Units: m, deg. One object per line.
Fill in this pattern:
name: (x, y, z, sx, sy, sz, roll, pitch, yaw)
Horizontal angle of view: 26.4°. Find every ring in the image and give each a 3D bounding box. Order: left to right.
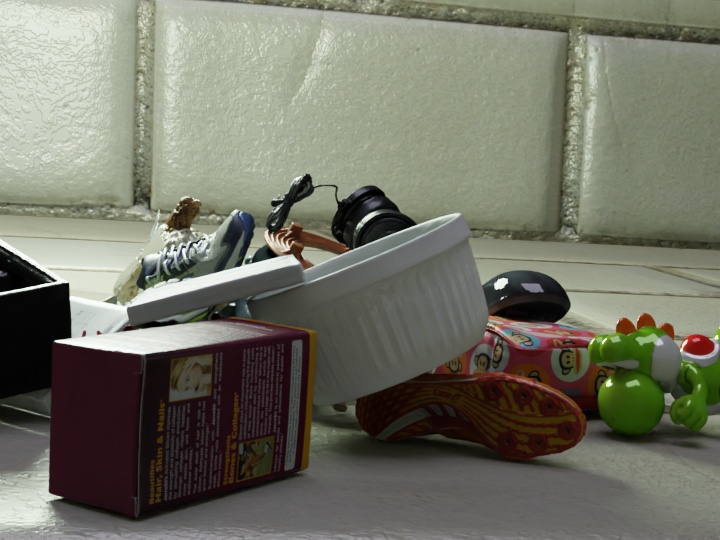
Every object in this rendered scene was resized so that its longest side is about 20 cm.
ring: (0.000, 0.000, 1.496, 0.200, 0.019, 0.200, 25, 11, -5)

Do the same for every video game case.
video game case: (-0.121, 0.014, 1.299, 0.143, 0.018, 0.200, -15, 3, -4)

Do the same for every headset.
headset: (0.005, -0.027, 1.464, 0.200, 0.094, 0.124, 36, 6, -31)

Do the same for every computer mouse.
computer mouse: (0.148, 0.041, 1.660, 0.138, 0.053, 0.200, 12, -26, -29)

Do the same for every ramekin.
ramekin: (0.014, 0.036, 1.298, 0.200, 0.105, 0.200, -22, 4, 1)

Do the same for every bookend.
bookend: (-0.375, 0.042, 1.292, 0.198, 0.092, 0.200, -12, 23, -34)

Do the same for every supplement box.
supplement box: (-0.124, 0.099, 1.099, 0.085, 0.111, 0.200, 7, 7, 33)

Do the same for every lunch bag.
lunch bag: (0.172, 0.088, 1.524, 0.176, 0.082, 0.200, 1, 6, -29)

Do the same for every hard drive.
hard drive: (-0.305, 0.068, 1.390, 0.200, 0.027, 0.132, 9, 41, 38)

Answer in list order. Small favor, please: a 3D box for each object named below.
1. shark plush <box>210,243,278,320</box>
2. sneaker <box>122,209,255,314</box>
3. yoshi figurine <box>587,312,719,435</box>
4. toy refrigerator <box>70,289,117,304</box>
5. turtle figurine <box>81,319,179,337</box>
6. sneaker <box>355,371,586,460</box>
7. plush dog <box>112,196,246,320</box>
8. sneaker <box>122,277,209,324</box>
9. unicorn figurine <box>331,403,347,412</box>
shark plush: (-0.122, 0.021, 1.550, 0.083, 0.091, 0.200, -43, 29, -17)
sneaker: (-0.180, 0.008, 1.542, 0.085, 0.200, 0.077, 34, 28, -10)
yoshi figurine: (0.291, 0.118, 1.409, 0.200, 0.112, 0.112, 16, 41, -23)
toy refrigerator: (-0.356, 0.056, 1.575, 0.199, 0.070, 0.076, 5, 13, 16)
turtle figurine: (-0.165, 0.090, 1.262, 0.149, 0.101, 0.200, 4, 0, -1)
sneaker: (0.096, 0.112, 1.289, 0.199, 0.073, 0.077, 7, 10, 24)
plush dog: (-0.171, 0.020, 1.777, 0.172, 0.161, 0.200, 30, -2, -22)
sneaker: (-0.217, 0.078, 1.446, 0.200, 0.081, 0.074, -23, 28, -33)
unicorn figurine: (-0.016, 0.063, 1.444, 0.200, 0.074, 0.137, -7, 39, -36)
